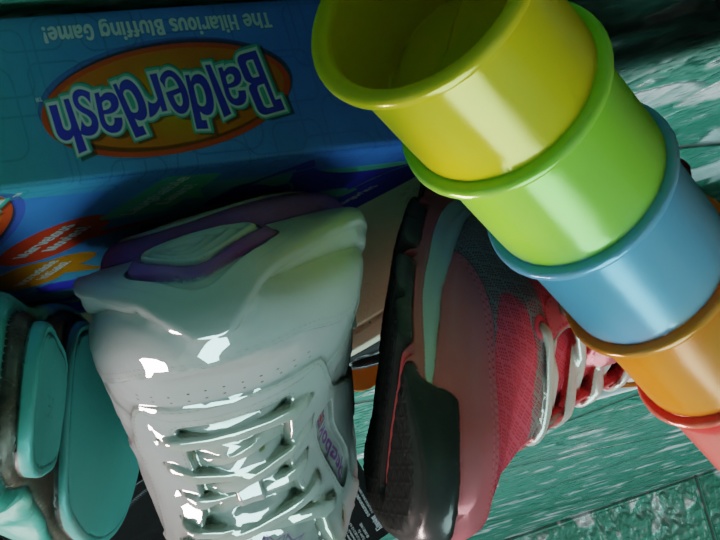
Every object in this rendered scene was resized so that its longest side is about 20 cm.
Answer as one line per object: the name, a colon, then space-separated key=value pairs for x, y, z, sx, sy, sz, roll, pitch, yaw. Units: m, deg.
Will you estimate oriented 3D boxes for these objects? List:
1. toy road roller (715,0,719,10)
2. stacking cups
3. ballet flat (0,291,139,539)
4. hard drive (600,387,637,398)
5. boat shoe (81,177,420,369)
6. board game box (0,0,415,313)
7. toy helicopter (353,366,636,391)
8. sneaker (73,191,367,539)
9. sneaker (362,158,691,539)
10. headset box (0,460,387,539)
toy road roller: x=0.166 y=-0.061 z=0.600 sx=0.123 sy=0.146 sz=0.200 roll=-14 pitch=171 yaw=-15
stacking cups: x=0.067 y=-0.010 z=0.701 sx=0.060 sy=0.061 sz=0.200 roll=-20 pitch=136 yaw=27
ballet flat: x=-0.104 y=0.037 z=0.747 sx=0.070 sy=0.067 sz=0.200 roll=6 pitch=171 yaw=4
hard drive: x=0.109 y=0.021 z=1.220 sx=0.200 sy=0.026 sz=0.132 roll=-13 pitch=-164 yaw=-27
boat shoe: x=-0.001 y=-0.002 z=0.907 sx=0.199 sy=0.075 sz=0.066 roll=-25 pitch=159 yaw=0
board game box: x=-0.087 y=-0.022 z=0.724 sx=0.200 sy=0.045 sz=0.152 roll=-8 pitch=168 yaw=-39
toy helicopter: x=0.015 y=0.012 z=1.097 sx=0.200 sy=0.079 sz=0.132 roll=-3 pitch=178 yaw=-10
sneaker: x=-0.025 y=0.037 z=0.736 sx=0.075 sy=0.100 sz=0.200 roll=-15 pitch=170 yaw=-1
sneaker: x=0.053 y=0.006 z=0.779 sx=0.087 sy=0.074 sz=0.200 roll=10 pitch=-147 yaw=5
headset box: x=-0.101 y=0.094 z=0.994 sx=0.200 sy=0.077 sz=0.149 roll=-33 pitch=150 yaw=-3
